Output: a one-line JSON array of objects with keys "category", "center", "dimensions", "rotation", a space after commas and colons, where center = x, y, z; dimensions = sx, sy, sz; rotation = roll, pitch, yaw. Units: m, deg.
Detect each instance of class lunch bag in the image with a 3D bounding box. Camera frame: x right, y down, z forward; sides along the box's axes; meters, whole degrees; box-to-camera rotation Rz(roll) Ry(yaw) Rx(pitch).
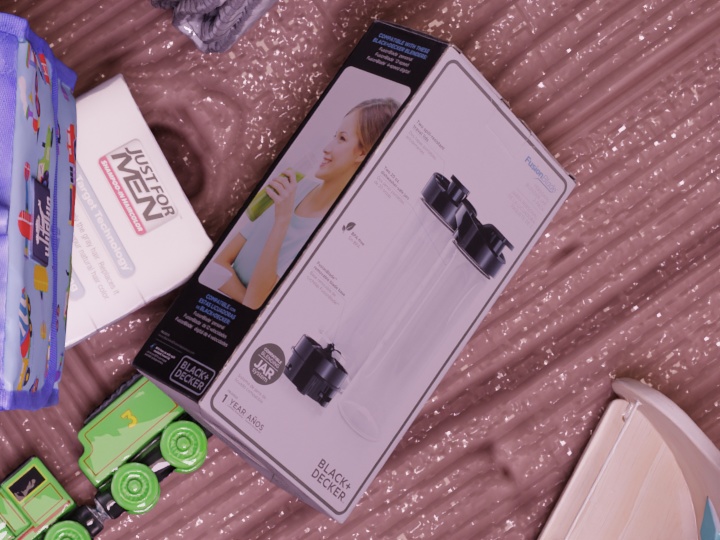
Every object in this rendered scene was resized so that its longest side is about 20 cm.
[{"category": "lunch bag", "center": [-0.160, -0.021, 1.036], "dimensions": [0.093, 0.200, 0.152], "rotation": [4, 88, -9]}]

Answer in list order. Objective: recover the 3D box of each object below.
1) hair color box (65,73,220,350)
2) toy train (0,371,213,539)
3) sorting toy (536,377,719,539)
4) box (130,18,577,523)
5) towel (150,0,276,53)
[{"category": "hair color box", "center": [-0.175, 0.002, 1.165], "dimensions": [0.199, 0.061, 0.099], "rotation": [-30, 94, -9]}, {"category": "toy train", "center": [-0.153, 0.122, 1.176], "dimensions": [0.200, 0.042, 0.056], "rotation": [-40, 85, -9]}, {"category": "sorting toy", "center": [0.134, 0.161, 1.154], "dimensions": [0.106, 0.180, 0.201], "rotation": [30, 84, -8]}, {"category": "box", "center": [0.000, 0.000, 1.168], "dimensions": [0.117, 0.060, 0.201], "rotation": [42, 79, -40]}, {"category": "towel", "center": [-0.031, -0.186, 1.126], "dimensions": [0.086, 0.200, 0.166], "rotation": [44, 81, -5]}]
